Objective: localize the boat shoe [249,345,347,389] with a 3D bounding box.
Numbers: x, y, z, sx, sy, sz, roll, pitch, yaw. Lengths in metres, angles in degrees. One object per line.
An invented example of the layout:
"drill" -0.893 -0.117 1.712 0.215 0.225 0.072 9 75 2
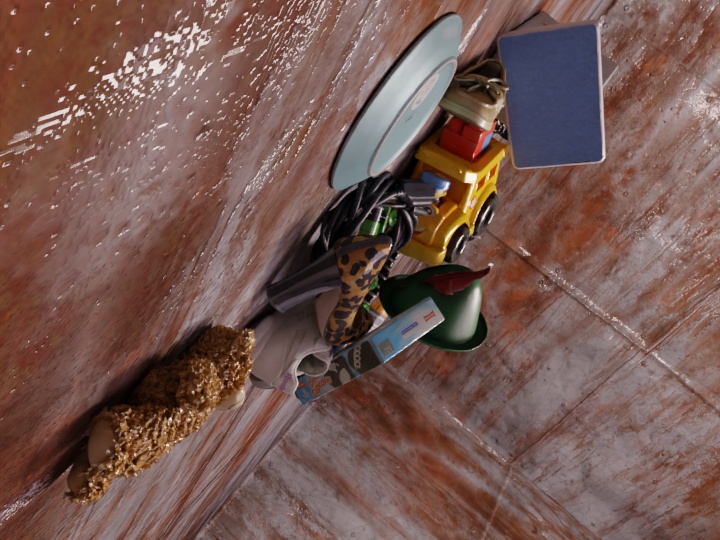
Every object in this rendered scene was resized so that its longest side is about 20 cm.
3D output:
"boat shoe" -0.073 0.112 0.978 0.200 0.074 0.093 -48 136 -36

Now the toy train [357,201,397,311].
"toy train" 0.000 0.000 0.947 0.056 0.041 0.202 10 99 -57

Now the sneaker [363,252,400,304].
"sneaker" 0.011 -0.002 1.118 0.200 0.076 0.116 -48 -179 -10

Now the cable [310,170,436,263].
"cable" 0.002 -0.045 0.830 0.163 0.051 0.199 -48 162 28

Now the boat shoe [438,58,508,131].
"boat shoe" 0.140 -0.218 0.852 0.063 0.073 0.200 -61 -178 25

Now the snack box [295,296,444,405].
"snack box" 0.004 0.105 0.892 0.116 0.037 0.200 -29 175 -40

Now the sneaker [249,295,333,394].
"sneaker" -0.066 0.076 0.856 0.200 0.099 0.075 -47 171 -47

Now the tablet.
"tablet" 0.259 -0.230 0.952 0.014 0.129 0.201 -66 148 -49

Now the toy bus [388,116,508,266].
"toy bus" 0.124 -0.132 0.990 0.200 0.135 0.193 -43 157 -42

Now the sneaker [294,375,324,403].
"sneaker" -0.080 0.138 1.141 0.071 0.097 0.201 -105 -147 -46

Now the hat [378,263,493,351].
"hat" 0.134 -0.002 0.975 0.165 0.200 0.177 -8 130 -38

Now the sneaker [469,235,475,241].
"sneaker" 0.172 -0.135 1.182 0.074 0.087 0.202 -96 -168 -75

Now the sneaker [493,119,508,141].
"sneaker" 0.240 -0.259 1.205 0.067 0.090 0.200 -61 171 26

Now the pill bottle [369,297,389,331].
"pill bottle" -0.020 0.097 1.247 0.201 0.116 0.116 -53 174 8

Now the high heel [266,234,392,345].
"high heel" 0.007 0.023 0.784 0.142 0.072 0.200 -27 154 20

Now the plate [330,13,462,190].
"plate" 0.042 -0.152 0.680 0.201 0.026 0.200 -50 174 -7

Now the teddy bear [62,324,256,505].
"teddy bear" -0.157 0.121 0.587 0.145 0.067 0.200 -51 174 21

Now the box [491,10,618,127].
"box" 0.278 -0.285 1.063 0.200 0.152 0.107 -44 170 -49
